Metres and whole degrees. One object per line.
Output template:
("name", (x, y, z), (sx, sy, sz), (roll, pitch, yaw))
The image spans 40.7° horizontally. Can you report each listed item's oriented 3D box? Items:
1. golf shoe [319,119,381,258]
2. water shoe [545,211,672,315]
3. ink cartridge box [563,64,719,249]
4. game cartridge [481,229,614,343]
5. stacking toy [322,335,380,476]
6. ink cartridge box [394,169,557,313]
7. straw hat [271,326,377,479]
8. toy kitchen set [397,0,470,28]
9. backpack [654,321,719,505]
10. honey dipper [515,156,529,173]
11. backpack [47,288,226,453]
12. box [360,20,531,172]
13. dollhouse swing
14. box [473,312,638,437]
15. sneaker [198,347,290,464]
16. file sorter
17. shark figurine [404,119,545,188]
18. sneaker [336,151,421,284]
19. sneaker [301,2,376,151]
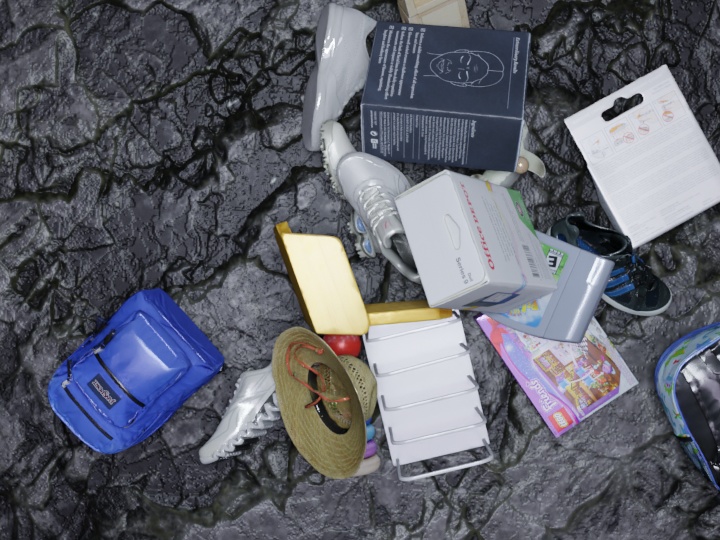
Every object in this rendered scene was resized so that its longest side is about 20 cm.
("golf shoe", (0.013, -0.118, 1.293), (0.097, 0.078, 0.200), (-18, 115, 14))
("water shoe", (0.341, -0.005, 1.296), (0.200, 0.079, 0.072), (28, 61, -8))
("ink cartridge box", (0.389, -0.152, 1.324), (0.161, 0.050, 0.200), (-29, 88, 2))
("game cartridge", (0.218, 0.012, 1.278), (0.200, 0.040, 0.133), (25, 100, 30))
("stacking toy", (-0.022, 0.175, 1.323), (0.085, 0.085, 0.200), (-4, 91, 1))
("ink cartridge box", (0.144, -0.031, 1.189), (0.087, 0.200, 0.145), (-27, 73, 28))
("straw hat", (-0.024, 0.157, 1.242), (0.085, 0.201, 0.201), (-18, 93, -38))
("toy kitchen set", (0.026, -0.385, 1.303), (0.163, 0.180, 0.200), (-25, 52, -1))
("backpack", (0.491, 0.170, 1.284), (0.183, 0.147, 0.200), (-30, 96, 3))
("honey dipper", (0.135, -0.178, 1.288), (0.200, 0.038, 0.038), (32, 93, 24))
("backpack", (-0.313, 0.138, 1.285), (0.200, 0.168, 0.163), (-42, 85, 6))
("box", (0.109, -0.222, 1.236), (0.200, 0.107, 0.149), (6, 58, 7))
("dollhouse swing", (0.000, 0.000, 1.258), (0.176, 0.200, 0.182), (-20, 93, -5))
("box", (0.268, 0.109, 1.337), (0.137, 0.039, 0.200), (-34, 92, 2))
("sneaker", (-0.150, 0.187, 1.337), (0.200, 0.075, 0.081), (-42, 78, -1))
("file sorter", (0.090, 0.162, 1.300), (0.139, 0.125, 0.200), (-13, 92, 1))
("shark figurine", (0.166, -0.112, 1.314), (0.214, 0.090, 0.128), (-37, 58, -6))
("sneaker", (0.038, -0.068, 1.207), (0.078, 0.099, 0.200), (-40, 86, 13))
("sneaker", (-0.023, -0.255, 1.315), (0.088, 0.075, 0.200), (10, 96, -20))
